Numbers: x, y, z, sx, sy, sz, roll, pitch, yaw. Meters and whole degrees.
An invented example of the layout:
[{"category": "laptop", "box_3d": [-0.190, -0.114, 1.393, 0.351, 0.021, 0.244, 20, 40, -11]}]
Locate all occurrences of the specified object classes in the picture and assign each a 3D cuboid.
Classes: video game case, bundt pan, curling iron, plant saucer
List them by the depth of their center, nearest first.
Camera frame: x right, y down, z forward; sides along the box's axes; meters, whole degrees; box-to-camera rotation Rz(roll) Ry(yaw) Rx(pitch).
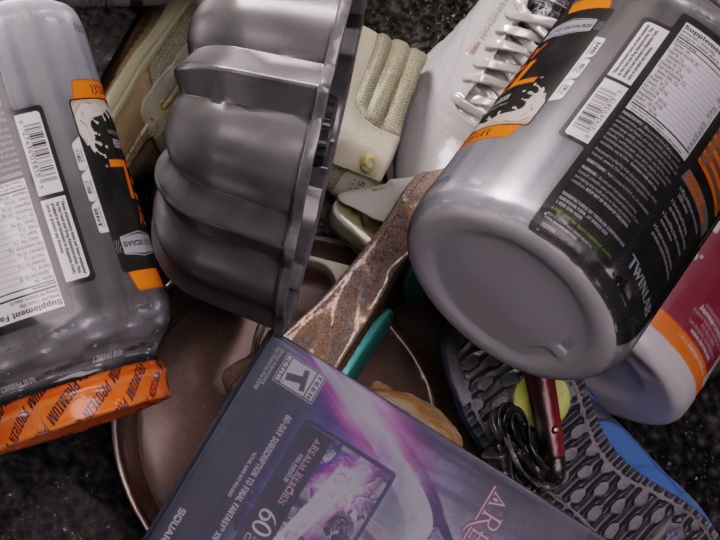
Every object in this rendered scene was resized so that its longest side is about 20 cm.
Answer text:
[{"category": "bundt pan", "box_3d": [-0.050, -0.073, 1.354, 0.076, 0.202, 0.202, 13, 73, 1]}, {"category": "video game case", "box_3d": [0.003, 0.141, 1.378, 0.200, 0.019, 0.143, 31, 90, 12]}, {"category": "curling iron", "box_3d": [0.079, 0.018, 1.435, 0.050, 0.026, 0.201, 7, 78, -53]}, {"category": "plant saucer", "box_3d": [-0.033, 0.082, 1.472, 0.200, 0.034, 0.201, 4, 76, -15]}]

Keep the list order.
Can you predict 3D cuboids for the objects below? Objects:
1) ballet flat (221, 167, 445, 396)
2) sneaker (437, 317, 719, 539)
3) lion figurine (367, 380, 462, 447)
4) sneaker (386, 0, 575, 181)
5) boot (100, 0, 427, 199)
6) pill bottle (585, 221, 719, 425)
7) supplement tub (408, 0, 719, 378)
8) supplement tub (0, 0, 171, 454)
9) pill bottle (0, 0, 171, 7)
[{"category": "ballet flat", "box_3d": [0.000, 0.000, 1.451, 0.067, 0.068, 0.200, 35, 66, 11]}, {"category": "sneaker", "box_3d": [0.109, 0.098, 1.489, 0.066, 0.078, 0.200, -43, 94, -5]}, {"category": "lion figurine", "box_3d": [0.009, 0.163, 1.411, 0.122, 0.072, 0.200, 28, 75, 1]}, {"category": "sneaker", "box_3d": [0.078, -0.113, 1.528, 0.076, 0.080, 0.200, 31, 72, -9]}, {"category": "boot", "box_3d": [-0.064, -0.067, 1.481, 0.154, 0.072, 0.200, 31, 70, -10]}, {"category": "pill bottle", "box_3d": [0.173, -0.028, 1.516, 0.114, 0.114, 0.200, 37, 69, -5]}, {"category": "supplement tub", "box_3d": [0.121, -0.055, 1.385, 0.122, 0.123, 0.200, 40, 59, -4]}, {"category": "supplement tub", "box_3d": [-0.165, -0.019, 1.363, 0.122, 0.123, 0.201, -17, 87, -19]}, {"category": "pill bottle", "box_3d": [-0.142, -0.187, 1.414, 0.199, 0.112, 0.113, -1, 77, -6]}]
